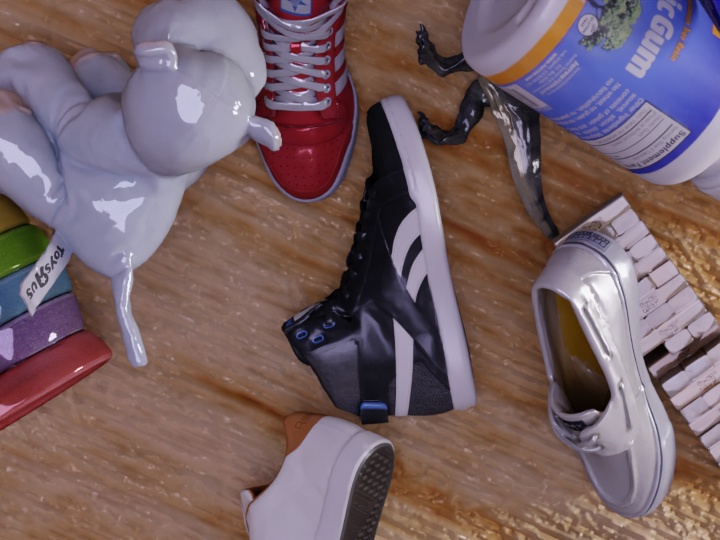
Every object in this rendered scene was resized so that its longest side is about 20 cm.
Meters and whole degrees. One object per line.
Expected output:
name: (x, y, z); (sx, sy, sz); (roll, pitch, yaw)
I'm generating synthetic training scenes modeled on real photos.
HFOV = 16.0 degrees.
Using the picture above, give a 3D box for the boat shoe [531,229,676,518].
boat shoe: (0.141, 0.076, 1.559); (0.071, 0.070, 0.201); (14, 130, 35)

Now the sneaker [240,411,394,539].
sneaker: (-0.042, 0.182, 1.617); (0.084, 0.073, 0.201); (24, 105, 28)

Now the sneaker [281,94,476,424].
sneaker: (0.000, 0.000, 1.580); (0.111, 0.073, 0.201); (-12, 98, 0)

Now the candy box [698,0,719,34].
candy box: (0.247, -0.236, 1.490); (0.169, 0.200, 0.077); (-28, 139, 5)

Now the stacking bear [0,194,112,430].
stacking bear: (-0.248, -0.005, 1.568); (0.113, 0.121, 0.201); (-31, 89, 6)

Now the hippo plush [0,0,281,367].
hippo plush: (-0.139, -0.090, 1.491); (0.159, 0.201, 0.161); (28, 134, -16)

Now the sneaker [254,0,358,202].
sneaker: (-0.035, -0.137, 1.543); (0.071, 0.112, 0.201); (0, 97, 1)

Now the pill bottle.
pill bottle: (0.168, -0.121, 1.530); (0.200, 0.112, 0.112); (30, 97, -22)

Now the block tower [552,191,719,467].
block tower: (0.198, 0.044, 1.594); (0.054, 0.058, 0.200); (-36, 97, 5)

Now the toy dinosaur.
toy dinosaur: (0.079, -0.115, 1.581); (0.088, 0.047, 0.201); (-4, 100, -6)
